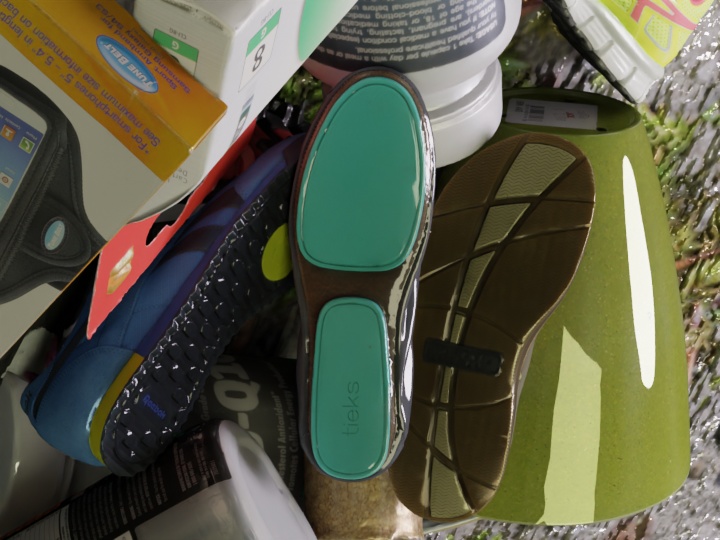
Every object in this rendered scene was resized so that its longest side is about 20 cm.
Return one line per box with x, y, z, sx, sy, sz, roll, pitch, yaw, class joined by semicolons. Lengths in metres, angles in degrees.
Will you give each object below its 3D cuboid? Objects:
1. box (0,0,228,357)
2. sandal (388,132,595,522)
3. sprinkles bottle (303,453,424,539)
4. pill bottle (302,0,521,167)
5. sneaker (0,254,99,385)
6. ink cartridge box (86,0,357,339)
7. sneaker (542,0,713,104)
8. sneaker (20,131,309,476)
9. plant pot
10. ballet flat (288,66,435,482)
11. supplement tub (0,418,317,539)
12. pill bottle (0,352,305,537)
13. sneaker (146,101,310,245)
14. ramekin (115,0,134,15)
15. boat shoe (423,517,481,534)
-0.155;-0.034;0.716;0.119;0.042;0.200;42;123;-7;box
0.061;0.026;0.948;0.080;0.054;0.202;16;97;6;sandal
0.002;0.071;0.988;0.068;0.068;0.202;4;84;-32;sprinkles bottle
0.016;-0.152;0.891;0.119;0.120;0.201;-21;132;-14;pill bottle
-0.185;0.008;0.888;0.081;0.086;0.200;-65;172;11;sneaker
-0.048;-0.074;0.789;0.161;0.050;0.201;-54;165;-43;ink cartridge box
0.126;-0.171;0.974;0.090;0.078;0.200;-42;145;6;sneaker
-0.087;0.003;0.899;0.201;0.078;0.066;-52;143;-17;sneaker
0.100;0.008;1.041;0.186;0.187;0.202;-8;114;-24;plant pot
0.000;0.000;0.903;0.073;0.073;0.202;-3;104;-28;ballet flat
-0.121;0.168;0.908;0.199;0.123;0.123;-30;134;6;supplement tub
-0.113;0.098;1.017;0.199;0.113;0.114;5;122;-34;pill bottle
-0.105;-0.044;0.939;0.199;0.071;0.098;9;117;-36;sneaker
-0.185;-0.102;0.783;0.198;0.105;0.201;2;123;3;ramekin
0.015;0.129;1.145;0.199;0.069;0.075;-15;132;-18;boat shoe
